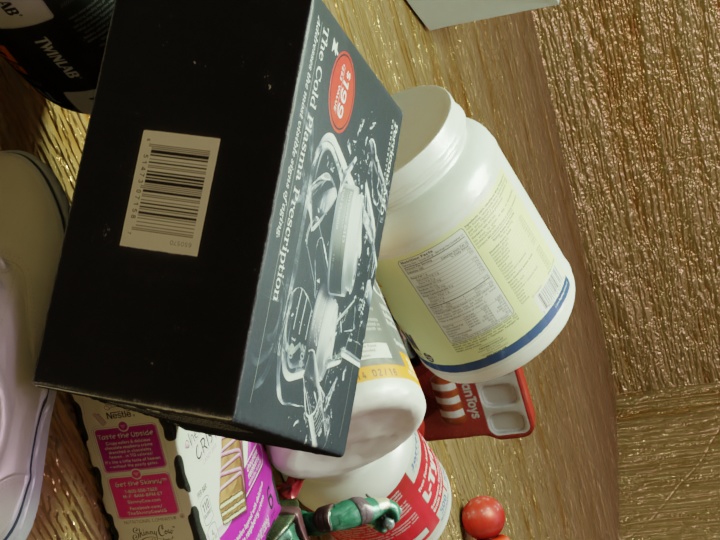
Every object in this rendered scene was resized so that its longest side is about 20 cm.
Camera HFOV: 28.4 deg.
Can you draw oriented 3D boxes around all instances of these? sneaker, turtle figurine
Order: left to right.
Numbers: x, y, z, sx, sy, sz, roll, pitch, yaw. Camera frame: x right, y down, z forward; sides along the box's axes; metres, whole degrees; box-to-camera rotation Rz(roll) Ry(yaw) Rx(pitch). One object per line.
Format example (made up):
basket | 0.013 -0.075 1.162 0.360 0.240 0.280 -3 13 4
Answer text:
sneaker | -0.172 0.032 0.656 0.071 0.072 0.203 63 24 -68
turtle figurine | -0.049 0.208 0.984 0.151 0.100 0.200 -56 -179 11

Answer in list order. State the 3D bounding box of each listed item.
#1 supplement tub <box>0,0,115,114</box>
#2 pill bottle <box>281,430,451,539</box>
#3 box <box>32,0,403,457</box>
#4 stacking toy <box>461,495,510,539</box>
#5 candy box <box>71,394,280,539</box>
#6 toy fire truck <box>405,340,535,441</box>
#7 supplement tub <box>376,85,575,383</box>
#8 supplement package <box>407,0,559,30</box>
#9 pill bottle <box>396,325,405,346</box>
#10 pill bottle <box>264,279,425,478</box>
supplement tub | -0.152 -0.162 0.740 0.200 0.121 0.124 52 33 -61
pill bottle | -0.001 0.158 1.153 0.200 0.111 0.114 58 28 -57
box | -0.061 -0.020 0.721 0.182 0.103 0.203 39 60 -72
stacking toy | 0.165 0.378 1.745 0.085 0.084 0.203 -5 80 -75
candy box | -0.112 0.095 0.872 0.137 0.060 0.203 -61 140 -66
toy fire truck | 0.071 0.083 1.349 0.113 0.165 0.202 -77 154 -54
supplement tub | 0.066 -0.027 1.111 0.201 0.143 0.146 55 27 -28
supplement package | 0.151 -0.450 1.870 0.147 0.188 0.203 30 54 -70
pill bottle | 0.000 0.000 1.238 0.111 0.109 0.203 60 27 -54
pill bottle | -0.039 0.033 0.996 0.202 0.115 0.116 68 8 27
